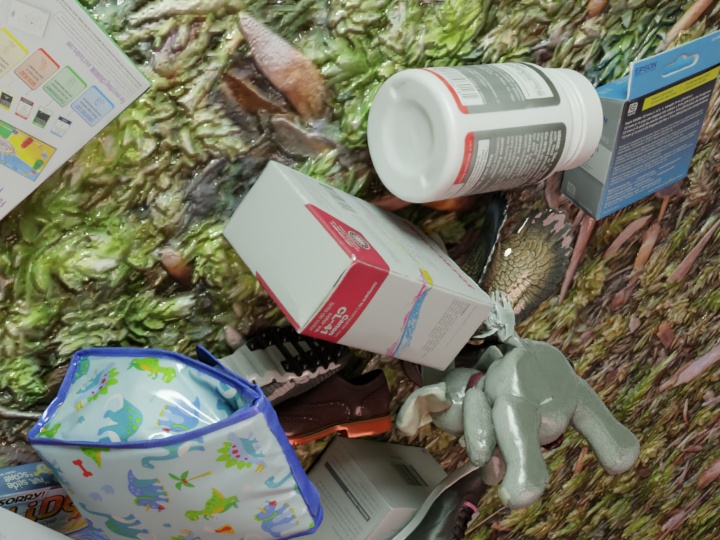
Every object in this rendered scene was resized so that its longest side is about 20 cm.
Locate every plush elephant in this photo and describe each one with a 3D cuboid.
[{"bbox_3d":[0.129,0.137,1.071,0.165,0.200,0.155,-19,166,-36],"label":"plush elephant"}]

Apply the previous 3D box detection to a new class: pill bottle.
[{"bbox_3d":[0.115,-0.127,1.007,0.200,0.114,0.114,-11,134,-38],"label":"pill bottle"}]

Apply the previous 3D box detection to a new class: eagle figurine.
[{"bbox_3d":[0.107,0.014,1.122,0.200,0.152,0.151,-25,116,29],"label":"eagle figurine"}]

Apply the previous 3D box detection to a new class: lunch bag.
[{"bbox_3d":[-0.143,0.155,0.946,0.170,0.200,0.127,69,31,-41],"label":"lunch bag"}]

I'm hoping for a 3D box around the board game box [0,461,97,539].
[{"bbox_3d":[-0.285,0.232,1.056,0.200,0.034,0.135,-4,130,-43],"label":"board game box"}]

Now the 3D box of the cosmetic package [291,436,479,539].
[{"bbox_3d":[0.003,0.321,1.366,0.200,0.123,0.199,-52,145,15],"label":"cosmetic package"}]

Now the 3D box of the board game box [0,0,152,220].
[{"bbox_3d":[-0.253,-0.105,0.723,0.200,0.040,0.153,-42,146,-2],"label":"board game box"}]

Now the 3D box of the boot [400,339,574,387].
[{"bbox_3d":[0.158,0.114,1.255,0.200,0.174,0.069,23,69,-52],"label":"boot"}]

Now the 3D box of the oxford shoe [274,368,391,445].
[{"bbox_3d":[-0.058,0.140,1.179,0.200,0.071,0.073,-3,95,-35],"label":"oxford shoe"}]

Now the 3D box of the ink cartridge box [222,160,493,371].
[{"bbox_3d":[0.000,0.000,0.985,0.200,0.148,0.086,21,110,-47],"label":"ink cartridge box"}]

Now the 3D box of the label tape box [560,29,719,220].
[{"bbox_3d":[0.299,-0.166,1.196,0.143,0.066,0.200,-25,139,-26],"label":"label tape box"}]

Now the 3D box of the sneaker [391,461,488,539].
[{"bbox_3d":[0.104,0.305,1.261,0.200,0.099,0.071,-47,142,-6],"label":"sneaker"}]

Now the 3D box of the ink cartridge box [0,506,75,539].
[{"bbox_3d":[-0.303,0.257,0.965,0.200,0.044,0.094,33,115,-26],"label":"ink cartridge box"}]

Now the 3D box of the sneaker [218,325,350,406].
[{"bbox_3d":[-0.103,0.114,1.091,0.200,0.066,0.091,-19,142,-26],"label":"sneaker"}]
